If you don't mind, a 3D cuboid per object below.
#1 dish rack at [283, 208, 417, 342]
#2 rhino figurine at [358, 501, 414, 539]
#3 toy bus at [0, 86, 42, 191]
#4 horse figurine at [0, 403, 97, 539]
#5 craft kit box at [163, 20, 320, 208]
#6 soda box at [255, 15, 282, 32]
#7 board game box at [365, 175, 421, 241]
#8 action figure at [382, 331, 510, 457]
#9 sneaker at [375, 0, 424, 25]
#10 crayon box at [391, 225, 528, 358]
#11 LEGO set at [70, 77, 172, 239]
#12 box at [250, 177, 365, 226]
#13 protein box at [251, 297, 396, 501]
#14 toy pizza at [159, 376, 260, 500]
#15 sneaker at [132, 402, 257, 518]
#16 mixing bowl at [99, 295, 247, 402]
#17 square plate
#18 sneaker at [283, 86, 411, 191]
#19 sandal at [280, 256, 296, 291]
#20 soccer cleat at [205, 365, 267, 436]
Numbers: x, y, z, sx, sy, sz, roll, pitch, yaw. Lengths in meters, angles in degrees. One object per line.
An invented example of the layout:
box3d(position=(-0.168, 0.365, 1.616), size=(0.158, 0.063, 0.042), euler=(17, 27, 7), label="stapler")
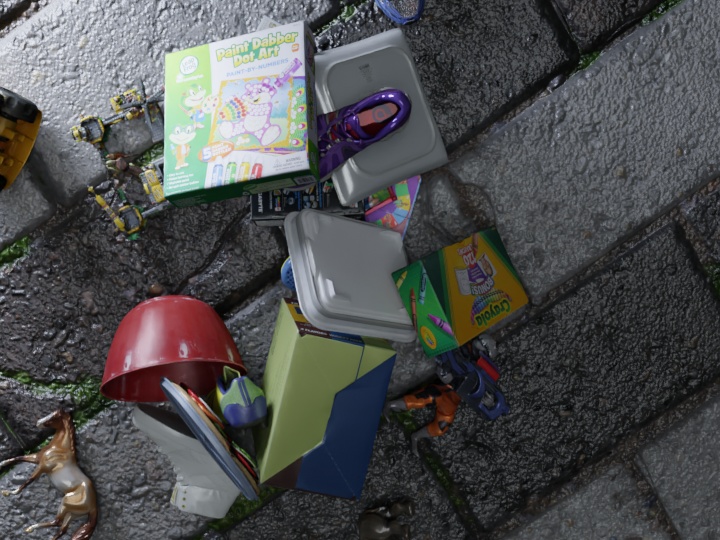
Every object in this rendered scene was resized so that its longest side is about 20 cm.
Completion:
box3d(position=(0.000, 0.000, 1.137), size=(0.043, 0.197, 0.175), euler=(-38, 54, 40), label="dish rack")
box3d(position=(0.044, 0.440, 1.286), size=(0.085, 0.060, 0.205), euler=(-4, 97, 20), label="rhino figurine")
box3d(position=(-0.548, -0.205, 1.150), size=(0.190, 0.200, 0.138), euler=(30, 95, 4), label="toy bus")
box3d(position=(-0.438, 0.315, 1.270), size=(0.131, 0.050, 0.202), euler=(-30, 88, -14), label="horse figurine")
box3d(position=(-0.148, -0.192, 1.087), size=(0.195, 0.049, 0.202), euler=(-9, 69, 16), label="craft kit box")
box3d(position=(-0.141, -0.225, 1.159), size=(0.067, 0.064, 0.203), euler=(27, 85, 7), label="soda box")
box3d(position=(-0.002, -0.095, 1.238), size=(0.155, 0.039, 0.204), euler=(17, 96, -2), label="board game box")
box3d(position=(0.112, 0.148, 1.238), size=(0.192, 0.105, 0.201), euler=(-38, 119, -2), label="action figure")
box3d(position=(0.039, -0.432, 1.183), size=(0.074, 0.078, 0.204), euler=(-17, 96, 2), label="sneaker")
box3d(position=(0.137, 0.024, 1.172), size=(0.058, 0.199, 0.121), euler=(-26, 89, 40), label="crayon box")
box3d(position=(-0.308, -0.148, 1.191), size=(0.150, 0.116, 0.205), euler=(-15, 96, 1), label="LEGO set")
box3d(position=(-0.074, -0.167, 1.204), size=(0.155, 0.046, 0.205), euler=(-3, 82, 1), label="box")
box3d(position=(-0.056, 0.165, 1.177), size=(0.132, 0.200, 0.203), euler=(13, 97, -13), label="protein box")
box3d(position=(-0.189, 0.211, 1.130), size=(0.032, 0.200, 0.202), euler=(-38, 95, -18), label="toy pizza")
box3d(position=(-0.256, 0.281, 1.253), size=(0.198, 0.074, 0.117), euler=(32, 94, -13), label="sneaker")
box3d(position=(-0.258, 0.101, 1.199), size=(0.195, 0.201, 0.111), euler=(-10, 71, 1), label="mixing bowl")
box3d(position=(0.022, -0.212, 1.181), size=(0.198, 0.028, 0.202), euler=(-25, 98, -33), label="square plate")
box3d(position=(-0.027, -0.171, 1.090), size=(0.198, 0.083, 0.082), euler=(-32, 95, 3), label="sneaker")
box3d(position=(-0.017, 0.024, 1.221), size=(0.195, 0.088, 0.081), euler=(12, 124, 1), label="sandal")
box3d(position=(-0.168, 0.164, 1.168), size=(0.063, 0.199, 0.086), euler=(-17, 94, -20), label="soccer cleat")
